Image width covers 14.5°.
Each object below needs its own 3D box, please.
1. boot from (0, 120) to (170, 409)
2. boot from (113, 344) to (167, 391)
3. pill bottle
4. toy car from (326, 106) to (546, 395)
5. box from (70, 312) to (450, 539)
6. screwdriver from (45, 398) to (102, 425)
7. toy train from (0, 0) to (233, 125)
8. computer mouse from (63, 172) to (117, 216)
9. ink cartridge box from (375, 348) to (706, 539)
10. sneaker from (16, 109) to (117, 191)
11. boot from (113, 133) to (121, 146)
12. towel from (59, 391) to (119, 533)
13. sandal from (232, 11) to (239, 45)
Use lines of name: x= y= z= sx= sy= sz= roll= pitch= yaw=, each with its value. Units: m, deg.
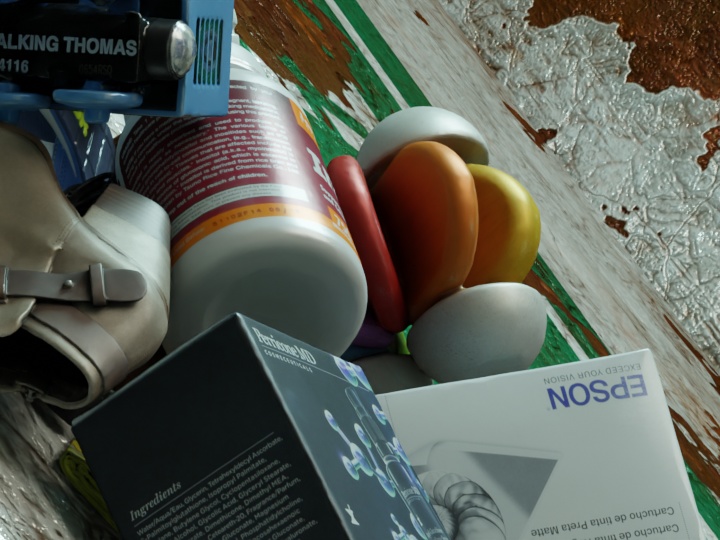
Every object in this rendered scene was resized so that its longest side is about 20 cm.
boot: x=-0.187 y=-0.004 z=1.399 sx=0.199 sy=0.070 sz=0.146 roll=14 pitch=38 yaw=10
boot: x=-0.082 y=0.056 z=1.572 sx=0.200 sy=0.068 sz=0.188 roll=43 pitch=9 yaw=-8
pill bottle: x=-0.071 y=-0.036 z=1.527 sx=0.113 sy=0.113 sz=0.200 roll=40 pitch=20 yaw=-38
toy car: x=0.000 y=0.000 z=1.639 sx=0.150 sy=0.200 sz=0.175 roll=24 pitch=39 yaw=-52
box: x=-0.028 y=0.141 z=1.374 sx=0.200 sy=0.107 sz=0.148 roll=61 pitch=15 yaw=23
screwdriver: x=-0.200 y=0.004 z=1.473 sx=0.029 sy=0.028 sz=0.200 roll=-17 pitch=60 yaw=-46
toy train: x=-0.166 y=-0.118 z=1.477 sx=0.199 sy=0.087 sz=0.114 roll=4 pitch=2 yaw=23
computer mouse: x=-0.231 y=-0.082 z=1.552 sx=0.200 sy=0.044 sz=0.110 roll=46 pitch=46 yaw=5
ink cartridge box: x=0.088 y=0.152 z=1.515 sx=0.041 sy=0.199 sz=0.201 roll=114 pitch=-37 yaw=-65
sneaker: x=-0.198 y=-0.080 z=1.642 sx=0.074 sy=0.082 sz=0.200 roll=-81 pitch=153 yaw=-55
boot: x=-0.064 y=-0.055 z=1.777 sx=0.155 sy=0.200 sz=0.074 roll=53 pitch=25 yaw=-13
towel: x=-0.109 y=0.104 z=1.494 sx=0.086 sy=0.018 sz=0.200 roll=48 pitch=10 yaw=-4
sandal: x=-0.114 y=-0.080 z=1.717 sx=0.082 sy=0.050 sz=0.203 roll=27 pitch=64 yaw=-38
